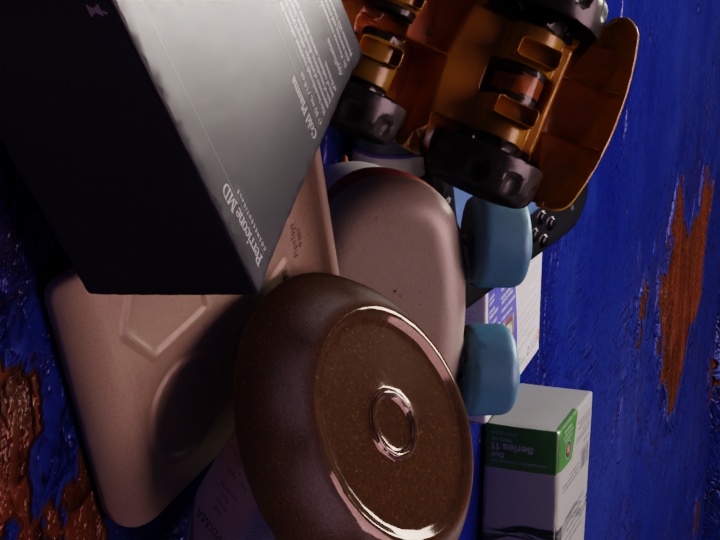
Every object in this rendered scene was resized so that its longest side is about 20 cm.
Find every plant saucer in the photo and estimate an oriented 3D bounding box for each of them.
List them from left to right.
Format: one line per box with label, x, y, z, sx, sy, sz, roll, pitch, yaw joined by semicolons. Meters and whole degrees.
plant saucer;0.008;0.093;1.110;0.200;0.036;0.202;25;56;-43

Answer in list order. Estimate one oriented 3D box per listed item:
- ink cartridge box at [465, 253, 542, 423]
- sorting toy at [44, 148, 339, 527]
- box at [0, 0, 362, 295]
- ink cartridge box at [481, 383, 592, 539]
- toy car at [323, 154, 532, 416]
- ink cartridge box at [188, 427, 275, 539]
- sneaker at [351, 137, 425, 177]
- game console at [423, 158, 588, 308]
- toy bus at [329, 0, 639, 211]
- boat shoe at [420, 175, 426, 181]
ink cartridge box;0.131;0.015;1.818;0.198;0.047;0.202;-42;134;-61
sorting toy;-0.091;0.023;1.095;0.200;0.036;0.186;-40;137;-34
box;-0.099;-0.120;0.945;0.201;0.103;0.183;66;33;-41
ink cartridge box;0.181;0.234;1.972;0.147;0.082;0.202;-33;126;-67
toy car;0.000;0.000;1.297;0.200;0.183;0.178;-119;-150;-68
ink cartridge box;-0.048;0.163;1.189;0.162;0.050;0.201;2;130;-51
sneaker;0.053;-0.161;1.459;0.200;0.080;0.148;-34;133;-59
game console;0.111;-0.090;1.441;0.177;0.031;0.201;-38;132;-40
toy bus;0.046;-0.127;1.178;0.192;0.199;0.137;-166;-81;-80
boat shoe;0.037;0.001;1.489;0.201;0.073;0.063;-75;157;-45
